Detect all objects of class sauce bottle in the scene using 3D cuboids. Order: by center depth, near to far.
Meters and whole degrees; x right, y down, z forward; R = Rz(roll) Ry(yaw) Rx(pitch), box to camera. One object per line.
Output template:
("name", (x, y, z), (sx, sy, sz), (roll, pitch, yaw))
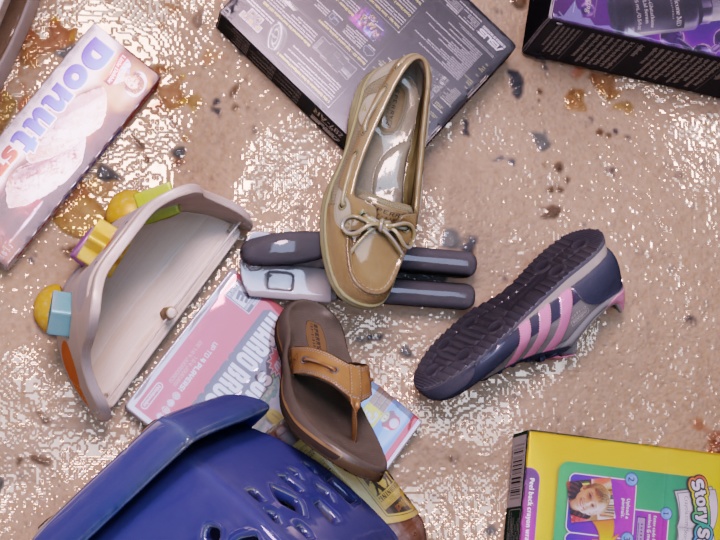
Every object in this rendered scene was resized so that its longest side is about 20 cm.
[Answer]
("sauce bottle", (0.007, 0.189, 1.524), (0.065, 0.065, 0.201), (-38, 90, -13))

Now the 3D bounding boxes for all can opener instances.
("can opener", (0.000, 0.000, 1.566), (0.198, 0.067, 0.054), (5, 84, -9))

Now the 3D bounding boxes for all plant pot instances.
("plant pot", (-0.115, 0.208, 1.427), (0.200, 0.200, 0.180), (-42, 81, 15))

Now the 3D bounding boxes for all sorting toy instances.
("sorting toy", (-0.173, -0.002, 1.484), (0.106, 0.180, 0.201), (36, 77, -2))

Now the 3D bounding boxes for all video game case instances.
("video game case", (-0.069, 0.116, 1.564), (0.199, 0.017, 0.143), (38, 77, -2))

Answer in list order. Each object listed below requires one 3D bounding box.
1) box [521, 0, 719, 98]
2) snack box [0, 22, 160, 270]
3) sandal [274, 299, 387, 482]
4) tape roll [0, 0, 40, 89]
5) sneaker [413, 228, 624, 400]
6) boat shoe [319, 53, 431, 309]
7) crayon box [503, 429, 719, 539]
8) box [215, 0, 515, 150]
("box", (0.248, -0.243, 1.631), (0.198, 0.104, 0.150), (10, 79, -7))
("snack box", (-0.249, -0.100, 1.567), (0.072, 0.024, 0.201), (37, 77, 0))
("sandal", (-0.019, 0.081, 1.491), (0.081, 0.201, 0.055), (23, 120, -23))
("tape roll", (-0.325, -0.221, 1.485), (0.138, 0.203, 0.204), (24, 78, -5))
("sneaker", (0.136, 0.056, 1.582), (0.199, 0.070, 0.082), (-37, 119, -9))
("boat shoe", (0.018, -0.071, 1.531), (0.073, 0.063, 0.203), (19, 72, -19))
("crayon box", (0.202, 0.239, 1.567), (0.171, 0.058, 0.202), (8, 80, -9))
("box", (0.005, -0.195, 1.614), (0.200, 0.044, 0.160), (43, 77, 0))
